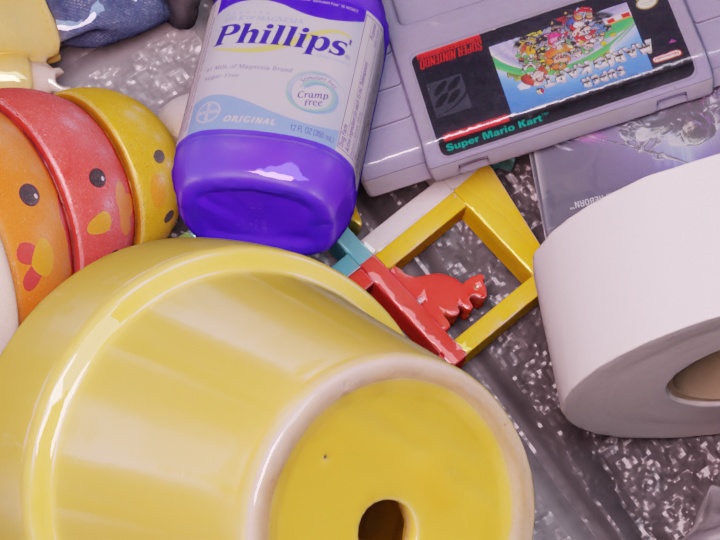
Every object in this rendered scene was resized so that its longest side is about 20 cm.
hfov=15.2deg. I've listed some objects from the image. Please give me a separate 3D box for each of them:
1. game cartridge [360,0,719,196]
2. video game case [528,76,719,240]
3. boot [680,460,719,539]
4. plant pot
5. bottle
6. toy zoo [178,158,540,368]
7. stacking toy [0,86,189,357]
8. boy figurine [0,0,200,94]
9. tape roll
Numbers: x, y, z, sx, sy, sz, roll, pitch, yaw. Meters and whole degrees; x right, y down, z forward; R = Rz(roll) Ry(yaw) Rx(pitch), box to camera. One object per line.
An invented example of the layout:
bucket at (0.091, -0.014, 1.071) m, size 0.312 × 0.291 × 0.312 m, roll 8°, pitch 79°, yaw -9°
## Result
game cartridge at (0.082, -0.115, 1.263) m, size 0.199 × 0.038 × 0.130 m, roll -18°, pitch 47°, yaw 3°
video game case at (0.143, -0.098, 1.266) m, size 0.142 × 0.019 × 0.200 m, roll -14°, pitch 53°, yaw 8°
boot at (0.156, 0.115, 1.192) m, size 0.199 × 0.070 × 0.132 m, roll 5°, pitch 96°, yaw -17°
plant pot at (-0.033, 0.091, 1.095) m, size 0.200 × 0.189 × 0.201 m, roll -3°, pitch 96°, yaw -29°
bottle at (-0.029, -0.102, 1.227) m, size 0.083 × 0.065 × 0.200 m, roll 7°, pitch 55°, yaw 8°
toy zoo at (0.000, 0.000, 1.263) m, size 0.200 × 0.020 × 0.131 m, roll -38°, pitch 78°, yaw -19°
stacking toy at (-0.130, -0.040, 1.219) m, size 0.200 × 0.146 × 0.146 m, roll -25°, pitch 74°, yaw -32°
boy figurine at (-0.181, -0.131, 1.267) m, size 0.199 × 0.064 × 0.125 m, roll -14°, pitch 74°, yaw -16°
tape roll at (0.180, 0.010, 1.187) m, size 0.202 × 0.203 × 0.071 m, roll -7°, pitch 70°, yaw -10°
